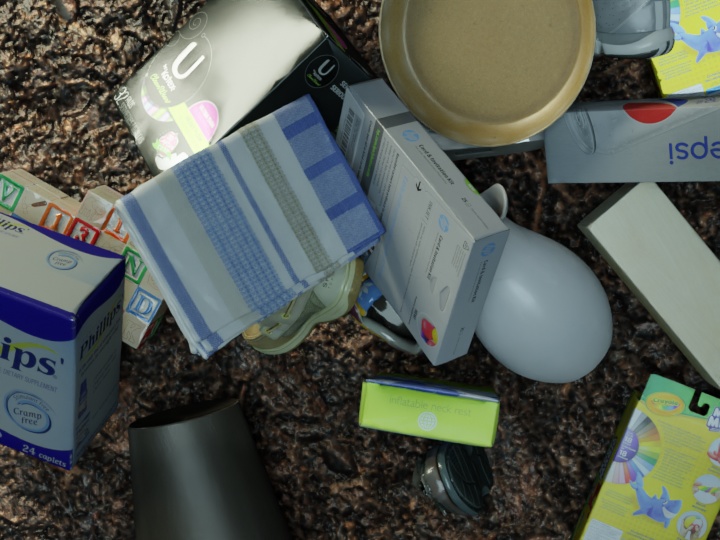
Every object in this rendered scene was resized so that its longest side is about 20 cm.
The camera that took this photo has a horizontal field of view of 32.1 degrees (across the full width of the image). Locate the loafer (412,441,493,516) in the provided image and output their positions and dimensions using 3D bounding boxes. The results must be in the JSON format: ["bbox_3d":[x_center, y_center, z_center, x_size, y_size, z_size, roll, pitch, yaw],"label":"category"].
[{"bbox_3d":[0.079,0.197,1.163,0.063,0.200,0.072,-22,81,12],"label":"loafer"}]

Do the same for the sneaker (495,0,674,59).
[{"bbox_3d":[0.187,-0.254,1.122,0.199,0.075,0.116,8,109,28],"label":"sneaker"}]

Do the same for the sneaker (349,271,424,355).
[{"bbox_3d":[0.000,0.000,1.196,0.200,0.090,0.075,40,101,-1],"label":"sneaker"}]

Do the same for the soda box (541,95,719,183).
[{"bbox_3d":[0.265,-0.117,1.109,0.199,0.063,0.069,2,107,30],"label":"soda box"}]

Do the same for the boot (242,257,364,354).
[{"bbox_3d":[-0.105,0.011,1.140,0.154,0.200,0.073,20,64,-22],"label":"boot"}]

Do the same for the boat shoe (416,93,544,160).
[{"bbox_3d":[0.083,-0.144,1.180,0.198,0.072,0.069,-5,83,10],"label":"boat shoe"}]

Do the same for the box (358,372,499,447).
[{"bbox_3d":[0.065,0.125,1.150,0.121,0.200,0.048,8,88,5],"label":"box"}]

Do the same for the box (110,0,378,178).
[{"bbox_3d":[-0.099,-0.156,1.137,0.200,0.124,0.149,-41,53,10],"label":"box"}]

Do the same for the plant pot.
[{"bbox_3d":[0.113,-0.212,1.108,0.199,0.027,0.202,6,107,21],"label":"plant pot"}]

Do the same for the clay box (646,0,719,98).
[{"bbox_3d":[0.312,-0.229,1.141,0.114,0.048,0.201,-18,96,11],"label":"clay box"}]

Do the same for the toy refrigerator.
[{"bbox_3d":[0.299,0.010,1.178,0.076,0.070,0.200,-41,93,3],"label":"toy refrigerator"}]

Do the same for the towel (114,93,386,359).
[{"bbox_3d":[-0.088,-0.039,1.033,0.199,0.024,0.147,-33,99,-22],"label":"towel"}]

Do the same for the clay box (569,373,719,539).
[{"bbox_3d":[0.293,0.206,1.217,0.114,0.048,0.201,22,99,3],"label":"clay box"}]

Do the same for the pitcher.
[{"bbox_3d":[0.128,0.015,1.164,0.200,0.171,0.122,43,66,-29],"label":"pitcher"}]

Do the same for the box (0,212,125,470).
[{"bbox_3d":[-0.328,0.061,1.186,0.183,0.105,0.201,19,128,10],"label":"box"}]

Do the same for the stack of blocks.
[{"bbox_3d":[-0.273,-0.025,1.237,0.199,0.059,0.116,29,100,1],"label":"stack of blocks"}]

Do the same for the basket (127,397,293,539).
[{"bbox_3d":[-0.151,0.236,1.230,0.179,0.136,0.201,-11,94,13],"label":"basket"}]

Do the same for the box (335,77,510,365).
[{"bbox_3d":[0.040,-0.043,1.078,0.041,0.200,0.156,-17,143,-27],"label":"box"}]
